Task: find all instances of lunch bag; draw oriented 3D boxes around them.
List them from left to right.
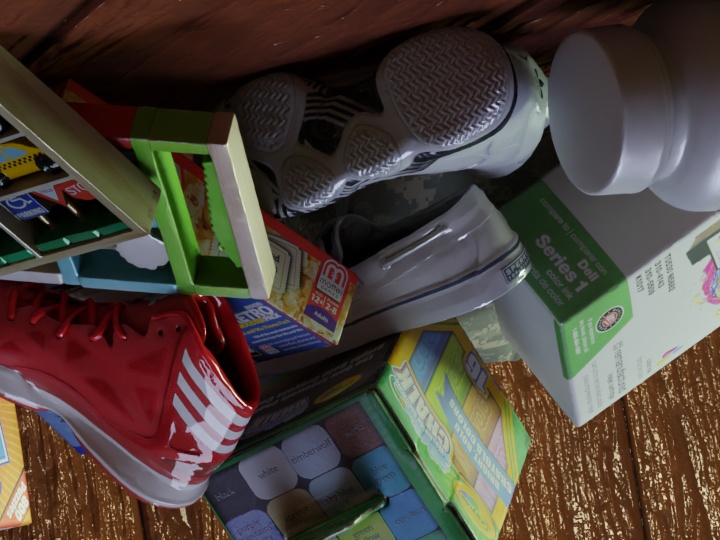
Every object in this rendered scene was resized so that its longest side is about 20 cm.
[{"bbox_3d":[0.033,-0.034,1.574,0.163,0.118,0.200,-5,147,-19],"label":"lunch bag"}]

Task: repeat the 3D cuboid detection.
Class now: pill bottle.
[{"bbox_3d":[0.201,-0.089,1.359,0.199,0.113,0.112,-7,174,-22],"label":"pill bottle"}]

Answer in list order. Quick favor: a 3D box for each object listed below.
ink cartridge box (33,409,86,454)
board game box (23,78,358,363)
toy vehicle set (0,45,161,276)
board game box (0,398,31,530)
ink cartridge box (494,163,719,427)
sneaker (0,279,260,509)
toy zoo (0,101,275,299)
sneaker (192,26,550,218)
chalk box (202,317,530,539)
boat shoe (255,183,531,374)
[{"bbox_3d":[-0.157,0.030,1.631,0.076,0.137,0.200,-8,162,7],"label":"ink cartridge box"},{"bbox_3d":[-0.124,-0.014,1.405,0.200,0.046,0.151,34,150,-30],"label":"board game box"},{"bbox_3d":[-0.207,-0.041,1.268,0.199,0.027,0.124,-14,138,37],"label":"toy vehicle set"},{"bbox_3d":[-0.363,0.089,1.748,0.199,0.201,0.200,-13,173,25],"label":"board game box"},{"bbox_3d":[0.174,-0.023,1.518,0.200,0.084,0.145,-35,153,-9],"label":"ink cartridge box"},{"bbox_3d":[-0.135,0.023,1.381,0.116,0.200,0.078,-50,-171,32],"label":"sneaker"},{"bbox_3d":[-0.148,-0.036,1.300,0.199,0.021,0.131,5,146,11],"label":"toy zoo"},{"bbox_3d":[0.015,-0.072,1.406,0.199,0.076,0.115,-17,169,32],"label":"sneaker"},{"bbox_3d":[0.000,0.114,1.469,0.124,0.124,0.200,-26,-165,23],"label":"chalk box"},{"bbox_3d":[0.000,0.000,1.461,0.199,0.066,0.074,-20,-162,32],"label":"boat shoe"}]
